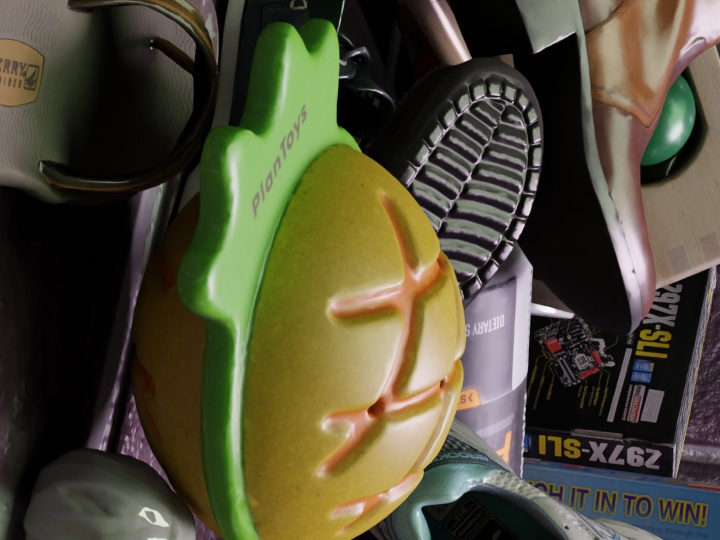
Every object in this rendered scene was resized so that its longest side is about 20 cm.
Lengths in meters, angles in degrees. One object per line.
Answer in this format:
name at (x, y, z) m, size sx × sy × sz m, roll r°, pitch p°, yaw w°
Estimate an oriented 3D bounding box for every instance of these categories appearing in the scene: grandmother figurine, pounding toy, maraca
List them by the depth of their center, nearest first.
maraca at (-0.022, 0.012, 0.699) m, size 0.200 × 0.106 × 0.138 m, roll 81°, pitch 22°, yaw -48°
grandmother figurine at (-0.073, 0.139, 0.737) m, size 0.122 × 0.060 × 0.201 m, roll -110°, pitch -172°, yaw -48°
pounding toy at (0.084, -0.078, 1.018) m, size 0.200 × 0.142 × 0.185 m, roll -163°, pitch -127°, yaw -77°

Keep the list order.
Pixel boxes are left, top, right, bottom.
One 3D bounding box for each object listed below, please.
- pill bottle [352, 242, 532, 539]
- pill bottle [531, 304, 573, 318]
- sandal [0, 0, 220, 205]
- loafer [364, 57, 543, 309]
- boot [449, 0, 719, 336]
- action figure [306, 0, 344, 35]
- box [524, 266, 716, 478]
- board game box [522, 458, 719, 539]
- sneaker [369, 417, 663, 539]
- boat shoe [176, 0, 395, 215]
pill bottle at (0.023, 0.079, 0.995) m, size 0.106 × 0.106 × 0.201 m, roll -55°, pitch 149°, yaw -64°
pill bottle at (0.086, -0.078, 1.181) m, size 0.111 × 0.110 × 0.201 m, roll 13°, pitch 83°, yaw -77°
sandal at (-0.072, -0.059, 0.636) m, size 0.200 × 0.054 × 0.082 m, roll -3°, pitch 100°, yaw -77°
loafer at (0.000, 0.000, 0.873) m, size 0.073 × 0.071 × 0.201 m, roll 25°, pitch 98°, yaw -38°
boot at (0.141, -0.093, 0.935) m, size 0.200 × 0.068 × 0.189 m, roll -30°, pitch 104°, yaw -29°
action figure at (-0.027, -0.163, 0.768) m, size 0.200 × 0.054 × 0.119 m, roll -78°, pitch 159°, yaw -60°
box at (0.115, 0.044, 1.256) m, size 0.200 × 0.159 × 0.050 m, roll -69°, pitch 161°, yaw -50°
board game box at (0.079, 0.193, 1.082) m, size 0.056 × 0.199 × 0.197 m, roll 12°, pitch 85°, yaw -81°
sneaker at (0.081, 0.135, 0.911) m, size 0.078 × 0.199 × 0.086 m, roll -58°, pitch -164°, yaw 4°
boat shoe at (-0.021, -0.057, 0.828) m, size 0.075 × 0.066 × 0.200 m, roll 73°, pitch 27°, yaw -59°
